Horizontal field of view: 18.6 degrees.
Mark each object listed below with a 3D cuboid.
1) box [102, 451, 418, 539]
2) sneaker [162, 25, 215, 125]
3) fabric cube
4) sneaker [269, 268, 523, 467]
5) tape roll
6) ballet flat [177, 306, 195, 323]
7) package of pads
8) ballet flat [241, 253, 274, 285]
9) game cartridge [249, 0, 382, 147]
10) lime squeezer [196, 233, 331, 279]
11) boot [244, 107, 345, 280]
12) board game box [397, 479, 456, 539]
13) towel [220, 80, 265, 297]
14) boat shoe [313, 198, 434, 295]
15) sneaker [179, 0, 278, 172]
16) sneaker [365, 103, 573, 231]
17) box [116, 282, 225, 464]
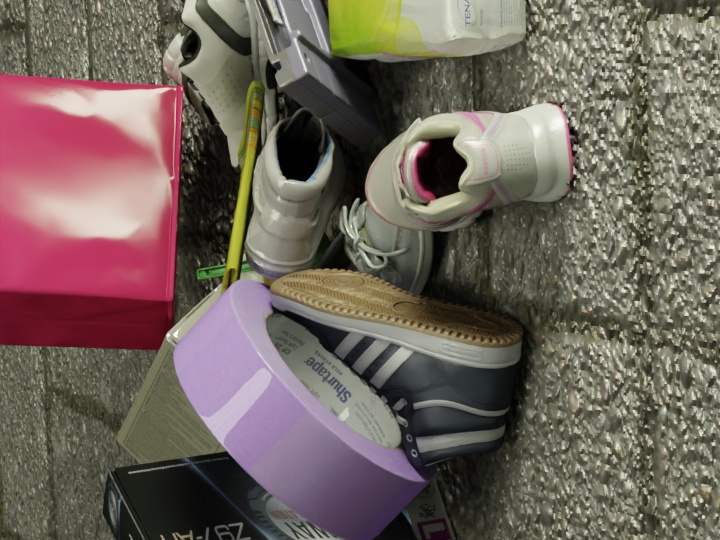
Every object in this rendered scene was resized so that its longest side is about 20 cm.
[{"bbox_3d":[-0.069,0.197,1.609,0.160,0.199,0.044,54,142,46],"label":"box"},{"bbox_3d":[-0.105,-0.198,1.842,0.080,0.073,0.200,60,152,19],"label":"sneaker"},{"bbox_3d":[-0.257,-0.047,1.923,0.200,0.198,0.197,109,163,-73],"label":"fabric cube"},{"bbox_3d":[0.020,0.070,1.559,0.199,0.070,0.109,15,117,28],"label":"sneaker"},{"bbox_3d":[-0.039,0.099,1.573,0.066,0.200,0.200,-45,46,13],"label":"tape roll"},{"bbox_3d":[-0.129,0.127,1.940,0.071,0.070,0.201,122,143,-51],"label":"ballet flat"},{"bbox_3d":[0.040,-0.223,1.529,0.200,0.068,0.155,4,98,64],"label":"package of pads"},{"bbox_3d":[-0.088,0.045,1.847,0.069,0.063,0.201,-143,53,-58],"label":"ballet flat"},{"bbox_3d":[-0.046,-0.199,1.655,0.038,0.129,0.201,-30,61,21],"label":"game cartridge"},{"bbox_3d":[-0.065,-0.008,1.762,0.200,0.070,0.038,-15,99,65],"label":"lime squeezer"},{"bbox_3d":[-0.041,-0.084,1.660,0.200,0.073,0.096,-84,8,-54],"label":"boot"},{"bbox_3d":[0.041,0.256,1.661,0.135,0.034,0.201,-55,47,52],"label":"board game box"},{"bbox_3d":[-0.093,-0.048,1.683,0.086,0.018,0.201,98,178,-48],"label":"towel"},{"bbox_3d":[-0.001,-0.001,1.659,0.202,0.064,0.075,-53,49,54],"label":"boat shoe"},{"bbox_3d":[-0.107,-0.159,1.773,0.074,0.080,0.201,-105,10,-45],"label":"sneaker"},{"bbox_3d":[0.053,-0.071,1.492,0.200,0.088,0.082,-17,80,57],"label":"sneaker"},{"bbox_3d":[-0.122,0.102,1.767,0.095,0.078,0.200,42,147,5],"label":"box"}]
